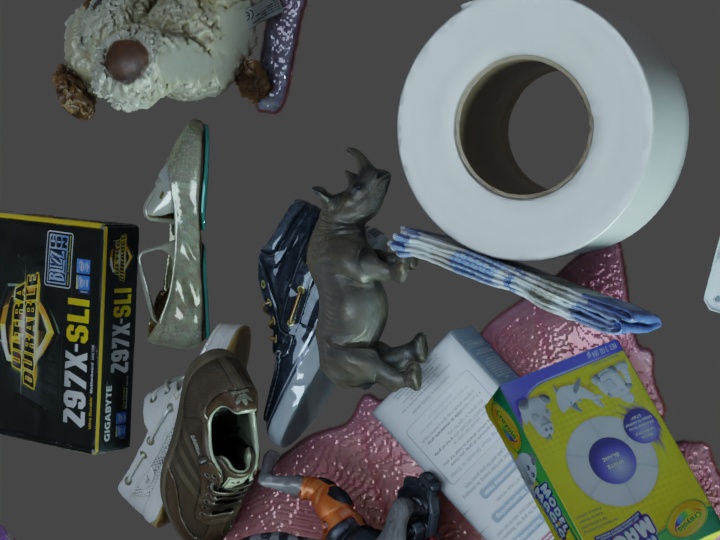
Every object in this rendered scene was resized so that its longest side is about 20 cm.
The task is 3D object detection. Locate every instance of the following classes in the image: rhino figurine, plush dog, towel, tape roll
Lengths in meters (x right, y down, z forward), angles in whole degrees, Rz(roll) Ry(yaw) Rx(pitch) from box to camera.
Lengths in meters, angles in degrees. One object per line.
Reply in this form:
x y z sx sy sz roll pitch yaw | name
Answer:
0.000 0.000 1.436 0.087 0.060 0.202 -7 86 16 | rhino figurine
-0.179 -0.202 1.529 0.171 0.160 0.201 8 68 35 | plush dog
0.130 0.010 1.394 0.199 0.147 0.024 21 95 18 | towel
0.144 -0.110 1.387 0.201 0.139 0.204 1 93 22 | tape roll

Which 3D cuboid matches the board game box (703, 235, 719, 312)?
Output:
0.382 -0.042 1.358 0.199 0.026 0.201 17 99 20 | board game box

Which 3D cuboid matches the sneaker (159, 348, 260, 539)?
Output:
-0.122 0.165 1.493 0.076 0.070 0.201 50 143 48 | sneaker

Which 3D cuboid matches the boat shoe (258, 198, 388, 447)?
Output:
-0.054 0.043 1.514 0.090 0.071 0.201 25 94 18 | boat shoe

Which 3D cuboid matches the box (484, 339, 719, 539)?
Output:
0.193 0.163 1.379 0.117 0.048 0.201 -20 71 -22 | box

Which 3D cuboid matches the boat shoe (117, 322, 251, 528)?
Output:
-0.160 0.125 1.555 0.069 0.071 0.201 30 105 17 | boat shoe

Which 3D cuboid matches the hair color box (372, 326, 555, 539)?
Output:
0.116 0.152 1.454 0.099 0.061 0.200 -46 76 17 | hair color box

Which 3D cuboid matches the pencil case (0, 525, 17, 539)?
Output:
-0.284 0.311 1.606 0.199 0.084 0.086 33 124 16 | pencil case

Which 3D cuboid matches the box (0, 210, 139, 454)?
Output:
-0.271 0.052 1.588 0.159 0.049 0.202 7 96 35 | box

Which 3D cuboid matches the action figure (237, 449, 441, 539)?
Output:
-0.003 0.255 1.471 0.193 0.104 0.201 18 117 37 | action figure

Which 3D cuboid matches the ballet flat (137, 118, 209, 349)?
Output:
-0.161 -0.031 1.544 0.062 0.067 0.202 0 93 -11 | ballet flat
